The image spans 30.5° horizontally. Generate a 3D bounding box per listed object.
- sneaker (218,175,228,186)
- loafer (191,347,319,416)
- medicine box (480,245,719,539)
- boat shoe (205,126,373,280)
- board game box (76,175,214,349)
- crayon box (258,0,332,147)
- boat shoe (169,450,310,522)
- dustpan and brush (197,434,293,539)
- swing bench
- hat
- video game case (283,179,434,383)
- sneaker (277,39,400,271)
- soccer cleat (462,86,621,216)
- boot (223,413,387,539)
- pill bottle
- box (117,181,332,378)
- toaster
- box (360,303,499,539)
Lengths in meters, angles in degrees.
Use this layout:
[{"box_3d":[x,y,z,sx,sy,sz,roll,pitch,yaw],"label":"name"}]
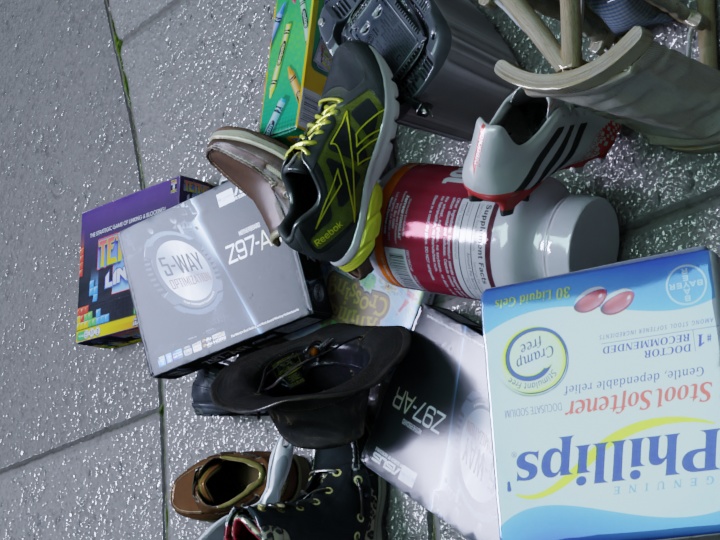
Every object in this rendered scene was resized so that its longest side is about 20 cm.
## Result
[{"box_3d":[-0.114,-0.023,1.392,0.090,0.066,0.201,-9,72,47],"label":"sneaker"},{"box_3d":[-0.107,0.113,1.349,0.200,0.068,0.071,-7,83,49],"label":"loafer"},{"box_3d":[0.196,0.104,0.978,0.181,0.103,0.201,-12,71,25],"label":"medicine box"},{"box_3d":[-0.065,-0.060,1.232,0.075,0.202,0.075,-58,-7,-25],"label":"boat shoe"},{"box_3d":[-0.253,-0.006,1.539,0.199,0.057,0.166,-15,71,43],"label":"board game box"},{"box_3d":[-0.028,-0.204,1.295,0.058,0.119,0.201,-10,66,43],"label":"crayon box"},{"box_3d":[-0.141,0.216,1.359,0.200,0.068,0.072,-22,65,41],"label":"boat shoe"},{"box_3d":[-0.098,0.250,1.259,0.057,0.139,0.201,170,113,-68],"label":"dustpan and brush"},{"box_3d":[0.197,-0.190,1.016,0.130,0.198,0.201,-34,57,36],"label":"swing bench"},{"box_3d":[-0.038,0.116,1.201,0.200,0.200,0.081,-1,110,46],"label":"hat"},{"box_3d":[0.000,0.000,1.300,0.200,0.022,0.183,19,94,47],"label":"video game case"},{"box_3d":[-0.022,-0.103,1.116,0.074,0.084,0.201,-12,71,54],"label":"sneaker"},{"box_3d":[0.152,-0.117,1.055,0.068,0.200,0.086,27,133,33],"label":"soccer cleat"},{"box_3d":[-0.050,0.210,1.204,0.073,0.153,0.205,-22,64,40],"label":"boot"},{"box_3d":[0.112,-0.029,1.119,0.199,0.113,0.114,9,87,38],"label":"pill bottle"},{"box_3d":[-0.139,0.003,1.333,0.199,0.043,0.161,-21,75,23],"label":"box"},{"box_3d":[0.061,-0.198,1.208,0.114,0.129,0.200,-53,48,24],"label":"toaster"},{"box_3d":[0.101,0.138,1.145,0.200,0.043,0.161,29,101,46],"label":"box"}]
